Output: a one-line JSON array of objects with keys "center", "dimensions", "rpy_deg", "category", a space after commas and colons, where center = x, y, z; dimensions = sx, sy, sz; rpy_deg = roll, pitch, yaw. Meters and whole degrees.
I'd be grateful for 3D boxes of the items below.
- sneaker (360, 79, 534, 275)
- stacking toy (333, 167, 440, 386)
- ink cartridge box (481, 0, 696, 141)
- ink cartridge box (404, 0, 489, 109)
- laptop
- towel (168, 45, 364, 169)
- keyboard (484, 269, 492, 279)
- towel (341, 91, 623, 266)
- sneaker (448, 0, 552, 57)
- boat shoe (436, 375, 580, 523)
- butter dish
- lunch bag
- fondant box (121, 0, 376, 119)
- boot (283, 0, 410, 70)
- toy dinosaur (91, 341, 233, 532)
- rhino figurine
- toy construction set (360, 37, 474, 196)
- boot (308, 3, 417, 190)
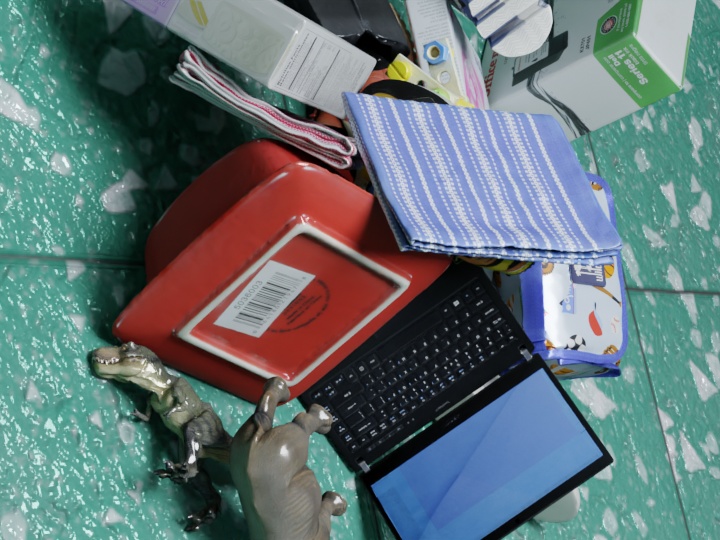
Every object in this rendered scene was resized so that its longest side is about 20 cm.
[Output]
[{"center": [0.055, -0.078, 1.459], "dimensions": [0.200, 0.070, 0.090], "rpy_deg": [49, 21, 24], "category": "sneaker"}, {"center": [0.000, 0.000, 1.575], "dimensions": [0.085, 0.085, 0.201], "rpy_deg": [-29, 89, -54], "category": "stacking toy"}, {"center": [0.211, -0.206, 1.845], "dimensions": [0.083, 0.200, 0.147], "rpy_deg": [42, 43, -28], "category": "ink cartridge box"}, {"center": [0.094, -0.123, 1.714], "dimensions": [0.196, 0.043, 0.201], "rpy_deg": [43, 33, -73], "category": "ink cartridge box"}, {"center": [0.060, 0.103, 1.487], "dimensions": [0.200, 0.177, 0.103], "rpy_deg": [55, 1, -18], "category": "laptop"}, {"center": [-0.061, -0.119, 1.448], "dimensions": [0.146, 0.030, 0.200], "rpy_deg": [28, 5, 2], "category": "towel"}, {"center": [0.105, -0.020, 1.645], "dimensions": [0.011, 0.201, 0.056], "rpy_deg": [1, 38, -9], "category": "keyboard"}, {"center": [0.091, -0.069, 1.410], "dimensions": [0.199, 0.024, 0.145], "rpy_deg": [3, 51, -34], "category": "towel"}, {"center": [0.085, -0.276, 1.662], "dimensions": [0.200, 0.080, 0.115], "rpy_deg": [59, -2, -14], "category": "sneaker"}, {"center": [0.125, 0.137, 1.676], "dimensions": [0.200, 0.072, 0.069], "rpy_deg": [43, 42, -19], "category": "boat shoe"}, {"center": [-0.071, -0.022, 1.423], "dimensions": [0.199, 0.200, 0.148], "rpy_deg": [28, 28, -46], "category": "butter dish"}, {"center": [0.167, 0.007, 1.671], "dimensions": [0.200, 0.123, 0.171], "rpy_deg": [31, 54, -73], "category": "lunch bag"}, {"center": [-0.083, -0.181, 1.445], "dimensions": [0.144, 0.058, 0.200], "rpy_deg": [31, 5, 14], "category": "fondant box"}, {"center": [0.001, -0.259, 1.630], "dimensions": [0.164, 0.066, 0.200], "rpy_deg": [-8, 54, -23], "category": "boot"}, {"center": [-0.116, 0.129, 1.376], "dimensions": [0.200, 0.047, 0.088], "rpy_deg": [47, 34, -33], "category": "toy dinosaur"}, {"center": [-0.050, 0.184, 1.393], "dimensions": [0.087, 0.060, 0.201], "rpy_deg": [-52, 137, -54], "category": "rhino figurine"}, {"center": [0.073, -0.078, 1.555], "dimensions": [0.200, 0.131, 0.092], "rpy_deg": [54, 16, 24], "category": "toy construction set"}, {"center": [-0.005, -0.155, 1.646], "dimensions": [0.107, 0.075, 0.201], "rpy_deg": [-9, 78, -46], "category": "boot"}]
